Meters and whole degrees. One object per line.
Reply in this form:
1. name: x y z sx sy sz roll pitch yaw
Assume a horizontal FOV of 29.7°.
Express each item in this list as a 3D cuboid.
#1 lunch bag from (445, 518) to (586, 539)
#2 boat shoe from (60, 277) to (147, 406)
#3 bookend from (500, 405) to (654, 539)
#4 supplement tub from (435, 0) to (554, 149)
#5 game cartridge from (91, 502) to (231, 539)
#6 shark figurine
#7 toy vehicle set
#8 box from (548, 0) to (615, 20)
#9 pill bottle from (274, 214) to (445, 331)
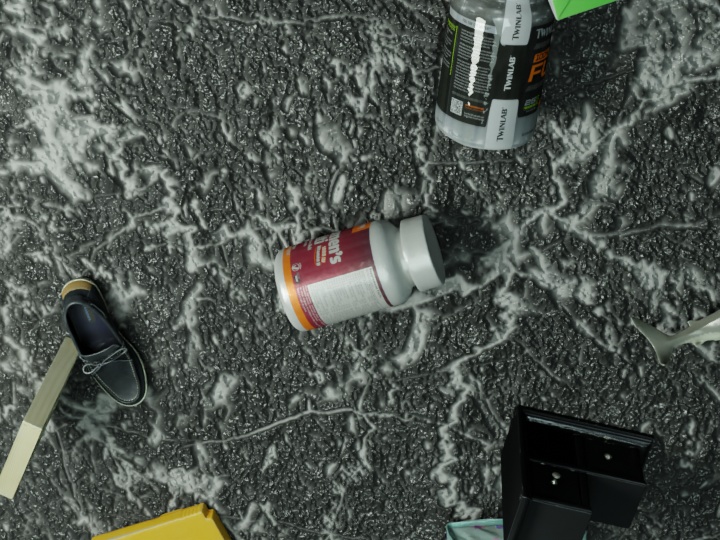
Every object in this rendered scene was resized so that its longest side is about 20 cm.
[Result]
1. lunch bag: 0.227 0.445 1.933 0.197 0.122 0.172 -5 116 -2
2. boat shoe: -0.347 0.105 1.826 0.074 0.062 0.202 -18 116 6
3. bookend: 0.291 0.292 1.797 0.196 0.201 0.093 13 120 -2
4. supplement tub: 0.155 -0.251 1.557 0.121 0.123 0.202 7 120 1
5. game cartridge: -0.277 0.441 2.025 0.198 0.033 0.178 -19 115 12
6. shark figurine: 0.466 0.051 1.738 0.212 0.128 0.091 -15 92 32
7. toy vehicle set: -0.425 0.192 1.803 0.026 0.201 0.125 24 119 -8
8. box: 0.273 -0.377 1.433 0.198 0.178 0.097 -18 128 7
9. pill bottle: 0.000 0.000 1.714 0.198 0.110 0.111 -17 116 13
